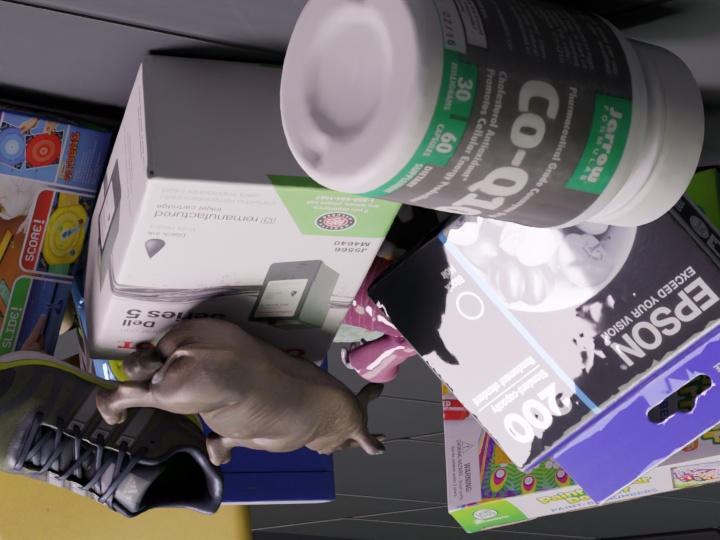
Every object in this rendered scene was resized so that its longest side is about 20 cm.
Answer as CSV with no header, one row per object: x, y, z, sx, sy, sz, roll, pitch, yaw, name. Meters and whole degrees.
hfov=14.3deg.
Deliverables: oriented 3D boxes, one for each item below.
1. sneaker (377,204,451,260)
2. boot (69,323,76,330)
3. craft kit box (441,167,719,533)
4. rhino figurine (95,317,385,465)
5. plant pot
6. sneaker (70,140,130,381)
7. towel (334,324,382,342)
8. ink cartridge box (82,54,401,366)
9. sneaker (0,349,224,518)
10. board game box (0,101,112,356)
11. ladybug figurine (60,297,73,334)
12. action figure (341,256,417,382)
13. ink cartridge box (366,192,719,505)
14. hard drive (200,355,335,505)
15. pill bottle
0.069,-0.051,1.750,0.199,0.076,0.088,7,150,-38,sneaker
-0.139,-0.001,2.008,0.154,0.077,0.200,-1,163,-19,boot
0.147,0.051,1.811,0.196,0.201,0.049,-12,150,17,craft kit box
-0.053,0.077,1.664,0.087,0.060,0.199,-25,148,36,rhino figurine
-0.169,0.150,1.958,0.199,0.177,0.200,-23,-174,-7,plant pot
-0.153,0.020,1.765,0.070,0.201,0.083,-15,-163,-23,sneaker
0.027,0.025,2.173,0.198,0.049,0.171,0,169,1,towel
-0.070,-0.028,1.621,0.144,0.084,0.200,3,149,-14,ink cartridge box
-0.156,0.099,1.654,0.199,0.074,0.081,8,-155,-42,sneaker
-0.228,0.002,1.644,0.135,0.201,0.034,10,-171,-42,board game box
-0.239,-0.006,1.769,0.072,0.136,0.200,-39,162,-2,ladybug figurine
0.000,0.000,1.786,0.199,0.135,0.149,14,-176,6,action figure
0.134,0.029,1.674,0.198,0.200,0.043,-40,-174,35,ink cartridge box
-0.081,0.050,1.858,0.131,0.201,0.025,2,171,-32,hard drive
0.069,-0.081,1.418,0.199,0.114,0.113,8,167,-39,pill bottle
